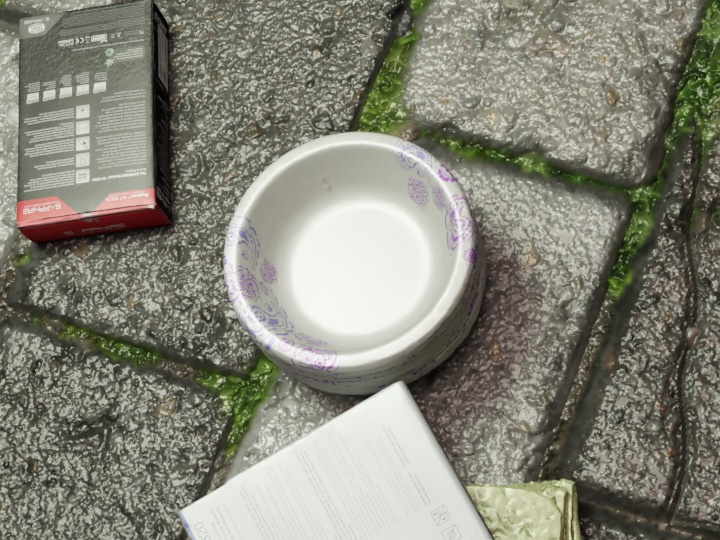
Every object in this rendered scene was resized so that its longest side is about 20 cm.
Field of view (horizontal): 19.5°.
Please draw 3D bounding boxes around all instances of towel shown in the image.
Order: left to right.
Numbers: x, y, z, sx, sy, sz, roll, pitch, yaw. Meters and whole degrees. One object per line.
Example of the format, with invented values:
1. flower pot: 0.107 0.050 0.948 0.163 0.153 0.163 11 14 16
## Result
1. towel: 0.068 0.230 1.581 0.200 0.036 0.149 -2 69 12

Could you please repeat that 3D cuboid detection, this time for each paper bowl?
1. paper bowl: 0.000 0.000 1.651 0.200 0.104 0.201 -5 67 12

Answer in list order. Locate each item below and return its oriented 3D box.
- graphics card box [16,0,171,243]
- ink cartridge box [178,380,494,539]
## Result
1. graphics card box: -0.227 -0.128 1.787 0.125 0.051 0.200 -8 68 11
2. ink cartridge box: -0.006 0.214 1.562 0.200 0.043 0.197 -30 68 3
